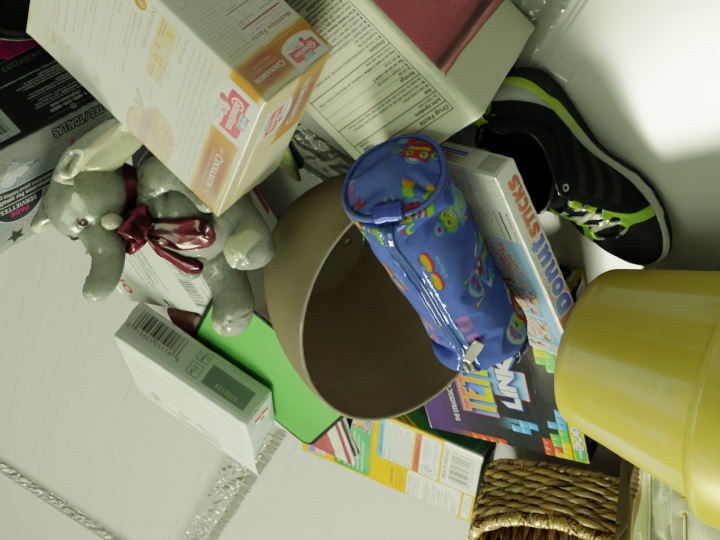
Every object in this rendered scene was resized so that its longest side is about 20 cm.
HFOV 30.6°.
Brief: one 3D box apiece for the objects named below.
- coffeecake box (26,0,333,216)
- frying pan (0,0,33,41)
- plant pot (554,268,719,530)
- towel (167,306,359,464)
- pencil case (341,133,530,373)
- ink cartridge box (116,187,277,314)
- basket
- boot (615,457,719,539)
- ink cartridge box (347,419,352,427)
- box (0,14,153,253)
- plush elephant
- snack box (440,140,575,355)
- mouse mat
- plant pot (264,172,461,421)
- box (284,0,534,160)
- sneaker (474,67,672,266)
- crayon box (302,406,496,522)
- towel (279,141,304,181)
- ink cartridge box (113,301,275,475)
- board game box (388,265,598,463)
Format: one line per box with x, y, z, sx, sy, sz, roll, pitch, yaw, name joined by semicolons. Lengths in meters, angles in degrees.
-0.130;-0.159;0.903;0.200;0.073;0.154;44;149;6;coffeecake box
-0.245;-0.232;1.085;0.188;0.116;0.031;8;161;-8;frying pan
0.258;0.082;0.984;0.188;0.201;0.202;17;142;37;plant pot
-0.093;0.108;1.283;0.199;0.023;0.145;24;152;28;towel
0.057;-0.004;0.950;0.077;0.087;0.200;-12;136;21;pencil case
-0.172;-0.040;1.219;0.199;0.084;0.145;6;137;45;ink cartridge box
0.199;0.274;1.244;0.199;0.150;0.143;7;156;31;basket
0.305;0.167;1.127;0.153;0.072;0.202;4;103;-3;boot
-0.034;0.073;1.259;0.094;0.037;0.201;30;130;18;ink cartridge box
-0.271;-0.123;1.100;0.132;0.199;0.115;43;151;27;box
-0.172;-0.044;1.017;0.165;0.154;0.201;127;124;-67;plush elephant
0.115;-0.011;0.999;0.072;0.024;0.201;20;149;45;snack box
-0.085;0.093;1.215;0.161;0.008;0.200;39;154;-1;mouse mat
0.000;0.000;1.058;0.134;0.200;0.201;34;154;47;plant pot
0.002;-0.185;0.931;0.200;0.109;0.128;44;143;-15;box
0.150;-0.060;0.984;0.200;0.083;0.072;44;142;-15;sneaker
0.038;0.170;1.353;0.199;0.052;0.126;21;141;15;crayon box
-0.117;-0.165;1.026;0.200;0.023;0.144;45;170;19;towel
-0.158;0.124;1.322;0.162;0.050;0.200;33;163;12;ink cartridge box
0.126;0.075;1.178;0.164;0.057;0.201;8;137;27;board game box
